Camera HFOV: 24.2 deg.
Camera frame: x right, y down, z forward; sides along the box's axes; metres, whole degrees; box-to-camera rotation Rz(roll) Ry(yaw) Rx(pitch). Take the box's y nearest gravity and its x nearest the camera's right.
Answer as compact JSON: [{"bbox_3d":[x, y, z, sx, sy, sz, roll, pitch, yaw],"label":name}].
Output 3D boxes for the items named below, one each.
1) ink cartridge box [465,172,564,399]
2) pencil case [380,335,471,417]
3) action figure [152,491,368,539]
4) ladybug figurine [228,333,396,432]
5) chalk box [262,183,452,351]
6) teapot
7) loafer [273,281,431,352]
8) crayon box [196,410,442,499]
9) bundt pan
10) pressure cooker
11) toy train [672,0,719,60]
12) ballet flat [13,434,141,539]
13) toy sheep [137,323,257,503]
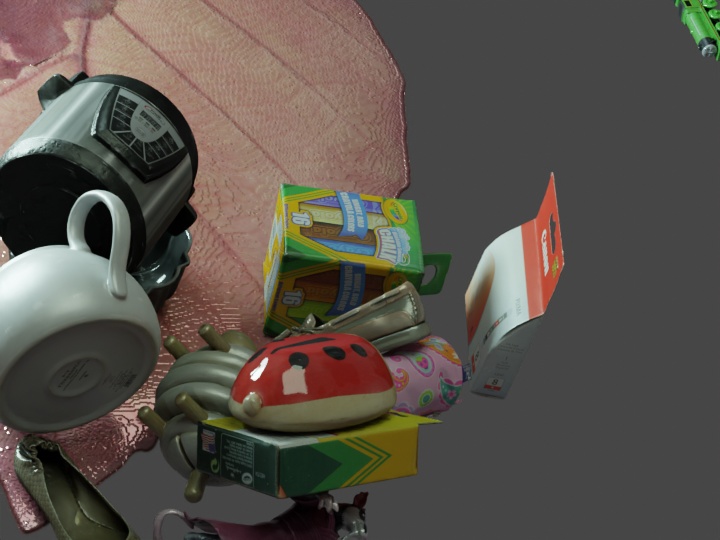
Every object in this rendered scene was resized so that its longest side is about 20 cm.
[{"bbox_3d":[0.163,0.014,1.814,0.050,0.201,0.163,10,40,-7],"label":"ink cartridge box"},{"bbox_3d":[0.017,0.130,1.723,0.199,0.088,0.087,-18,51,-36],"label":"pencil case"},{"bbox_3d":[-0.069,0.259,1.557,0.148,0.135,0.199,6,21,43],"label":"action figure"},{"bbox_3d":[-0.043,0.100,1.540,0.135,0.073,0.199,6,8,29],"label":"ladybug figurine"},{"bbox_3d":[0.000,0.000,1.832,0.198,0.126,0.125,7,41,-10],"label":"chalk box"},{"bbox_3d":[-0.290,0.044,1.586,0.199,0.198,0.147,-24,57,-10],"label":"teapot"},{"bbox_3d":[-0.028,0.065,1.736,0.198,0.063,0.072,-15,0,7],"label":"loafer"},{"bbox_3d":[-0.036,0.162,1.549,0.199,0.051,0.126,-4,9,-39],"label":"crayon box"},{"bbox_3d":[-0.282,-0.012,1.783,0.200,0.076,0.203,10,41,-9],"label":"bundt pan"},{"bbox_3d":[-0.262,-0.101,1.698,0.177,0.177,0.200,9,36,17],"label":"pressure cooker"},{"bbox_3d":[0.508,-0.382,2.515,0.056,0.042,0.201,-4,44,-9],"label":"toy train"},{"bbox_3d":[-0.258,0.221,1.550,0.067,0.047,0.200,-20,52,-35],"label":"ballet flat"},{"bbox_3d":[-0.142,0.139,1.621,0.137,0.138,0.201,18,50,1],"label":"toy sheep"}]
